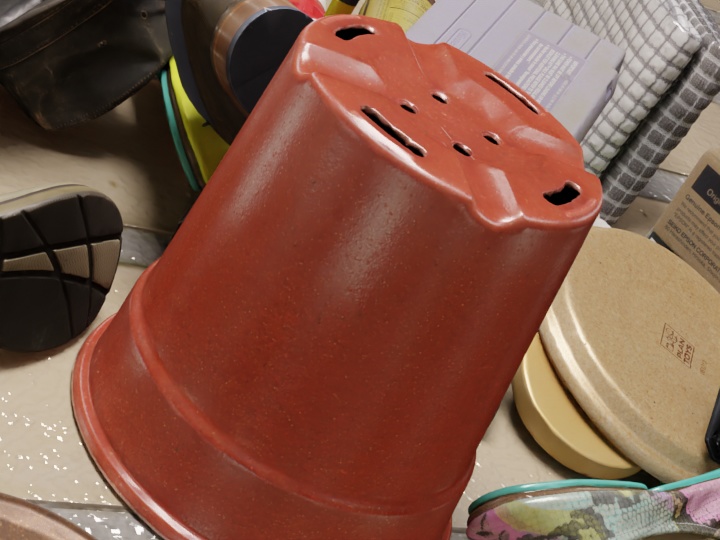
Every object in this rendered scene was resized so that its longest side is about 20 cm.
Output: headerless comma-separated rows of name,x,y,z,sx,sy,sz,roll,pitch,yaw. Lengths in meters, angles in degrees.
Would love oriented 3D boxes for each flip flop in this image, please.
flip flop,-0.182,-0.001,0.675,0.057,0.082,0.199,31,29,33

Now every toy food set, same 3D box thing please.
toy food set,0.175,0.059,0.924,0.197,0.049,0.201,29,38,-19

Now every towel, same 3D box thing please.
towel,0.194,-0.152,1.186,0.085,0.166,0.201,22,30,-22

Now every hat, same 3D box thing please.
hat,-0.155,-0.131,0.865,0.201,0.198,0.082,-79,146,-61

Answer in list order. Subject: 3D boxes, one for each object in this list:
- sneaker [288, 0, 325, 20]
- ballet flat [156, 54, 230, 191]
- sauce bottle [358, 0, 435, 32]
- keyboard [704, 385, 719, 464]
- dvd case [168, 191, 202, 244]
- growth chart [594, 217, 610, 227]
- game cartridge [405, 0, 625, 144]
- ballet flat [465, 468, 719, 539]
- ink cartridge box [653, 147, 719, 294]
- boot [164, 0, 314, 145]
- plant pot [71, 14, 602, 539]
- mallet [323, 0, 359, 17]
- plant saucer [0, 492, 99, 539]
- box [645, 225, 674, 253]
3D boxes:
sneaker,-0.093,-0.178,1.037,0.198,0.079,0.116,12,32,-30
ballet flat,-0.085,-0.110,0.905,0.066,0.067,0.200,-21,28,-3
sauce bottle,0.015,-0.132,1.080,0.064,0.065,0.201,26,38,-8
keyboard,0.271,0.093,0.919,0.199,0.105,0.039,31,-11,-34
dvd case,0.000,0.000,0.895,0.198,0.025,0.151,29,28,-2
growth chart,0.111,-0.030,1.038,0.198,0.018,0.145,13,22,-32
game cartridge,0.084,-0.114,0.969,0.129,0.039,0.200,32,39,6
ballet flat,0.137,0.138,0.774,0.198,0.069,0.072,3,65,-42
ink cartridge box,0.319,-0.001,1.050,0.199,0.076,0.165,0,40,-47
boot,-0.035,-0.076,0.809,0.097,0.074,0.201,43,-15,44
plant pot,-0.002,0.008,0.695,0.199,0.196,0.202,23,29,-14
mallet,-0.004,-0.159,0.964,0.065,0.200,0.041,20,35,-31
plant saucer,-0.131,0.138,0.529,0.198,0.037,0.201,23,29,-14
box,0.293,0.056,1.067,0.156,0.050,0.201,7,36,-39
